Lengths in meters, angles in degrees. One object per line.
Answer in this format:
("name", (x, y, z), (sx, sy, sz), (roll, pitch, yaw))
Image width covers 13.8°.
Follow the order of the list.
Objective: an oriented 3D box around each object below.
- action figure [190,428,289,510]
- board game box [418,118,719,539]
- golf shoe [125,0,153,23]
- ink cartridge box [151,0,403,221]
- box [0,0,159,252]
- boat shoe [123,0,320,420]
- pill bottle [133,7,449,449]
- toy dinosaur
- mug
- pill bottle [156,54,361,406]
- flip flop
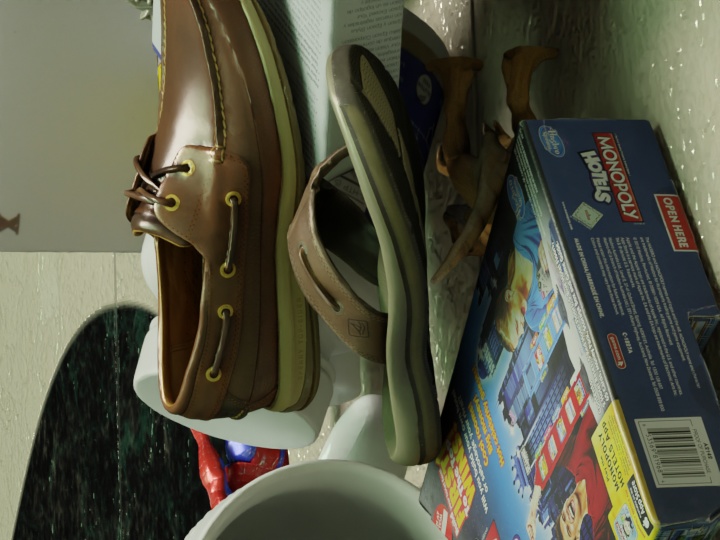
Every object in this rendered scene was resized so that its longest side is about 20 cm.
("action figure", (-0.056, 0.090, 1.562), (0.052, 0.065, 0.201), (-20, 56, 42))
("board game box", (0.088, 0.078, 1.214), (0.200, 0.061, 0.201), (111, 151, -48))
("golf shoe", (-0.038, -0.193, 1.459), (0.199, 0.078, 0.098), (-27, 41, 22))
("ink cartridge box", (-0.037, -0.138, 1.284), (0.197, 0.043, 0.201), (-126, 31, -46))
("box", (-0.140, -0.129, 1.648), (0.171, 0.199, 0.200), (-128, 42, -62))
("boat shoe", (-0.064, -0.031, 1.259), (0.072, 0.067, 0.201), (-158, 59, -63))
("pill bottle", (-0.037, -0.025, 1.389), (0.120, 0.119, 0.201), (143, 146, -66))
("toy dinosaur", (0.059, -0.043, 1.288), (0.200, 0.060, 0.107), (40, -133, -84))
("mug", (-0.022, 0.154, 1.433), (0.175, 0.147, 0.201), (135, 156, -71))
("pill bottle", (-0.045, -0.032, 1.514), (0.109, 0.109, 0.201), (145, 122, -67))
("flip flop", (0.000, 0.000, 1.229), (0.081, 0.057, 0.201), (-90, -5, -50))
